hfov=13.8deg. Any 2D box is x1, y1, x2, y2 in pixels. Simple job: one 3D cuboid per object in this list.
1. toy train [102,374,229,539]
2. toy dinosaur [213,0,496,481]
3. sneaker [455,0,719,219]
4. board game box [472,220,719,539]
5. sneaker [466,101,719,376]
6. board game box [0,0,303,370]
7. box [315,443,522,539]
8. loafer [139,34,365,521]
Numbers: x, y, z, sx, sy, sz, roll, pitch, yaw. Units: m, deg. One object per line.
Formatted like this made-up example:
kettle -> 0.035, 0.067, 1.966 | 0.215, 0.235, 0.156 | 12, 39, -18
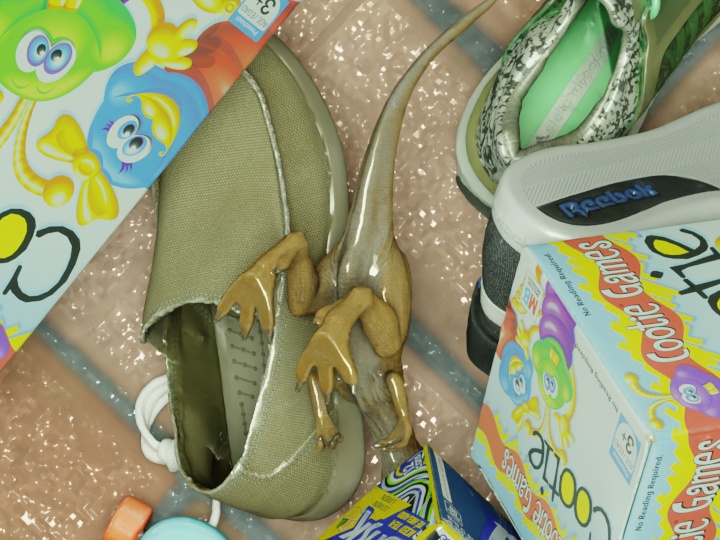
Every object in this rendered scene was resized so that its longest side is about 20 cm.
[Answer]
toy train -> -0.135, 0.121, 1.146 | 0.200, 0.056, 0.150 | -21, 87, 0
toy dinosaur -> 0.000, 0.000, 1.105 | 0.060, 0.106, 0.200 | 10, 107, 30
sneaker -> 0.105, -0.106, 1.140 | 0.077, 0.089, 0.200 | 28, 87, 3
board game box -> 0.158, 0.048, 1.065 | 0.200, 0.103, 0.105 | -8, 43, -23
sneaker -> 0.125, -0.001, 1.149 | 0.200, 0.112, 0.073 | -8, 46, -28
board game box -> -0.137, -0.068, 1.105 | 0.103, 0.105, 0.200 | 36, 95, -37
box -> 0.071, 0.159, 1.095 | 0.064, 0.070, 0.200 | -41, 109, 12
loafer -> -0.046, -0.001, 1.135 | 0.076, 0.067, 0.200 | -15, 86, 38
